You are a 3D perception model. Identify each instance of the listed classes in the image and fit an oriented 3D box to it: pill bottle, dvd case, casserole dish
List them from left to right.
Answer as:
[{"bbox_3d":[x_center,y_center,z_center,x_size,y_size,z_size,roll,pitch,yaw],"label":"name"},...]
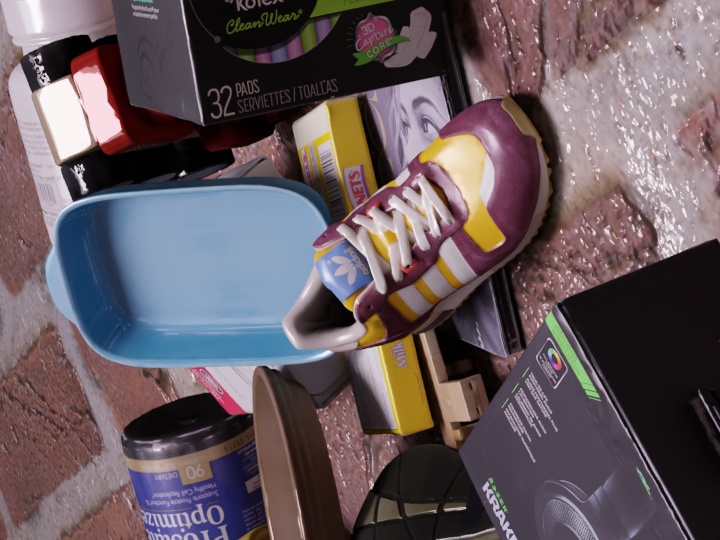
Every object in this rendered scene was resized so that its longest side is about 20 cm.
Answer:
[{"bbox_3d":[-0.202,-0.122,1.674,0.114,0.114,0.201,24,131,62],"label":"pill bottle"},{"bbox_3d":[-0.090,-0.003,1.325,0.039,0.199,0.121,-61,-36,-55],"label":"casserole dish"},{"bbox_3d":[-0.110,0.205,1.745,0.112,0.112,0.201,15,122,65],"label":"pill bottle"},{"bbox_3d":[0.033,-0.057,1.282,0.149,0.016,0.201,22,129,64],"label":"dvd case"}]

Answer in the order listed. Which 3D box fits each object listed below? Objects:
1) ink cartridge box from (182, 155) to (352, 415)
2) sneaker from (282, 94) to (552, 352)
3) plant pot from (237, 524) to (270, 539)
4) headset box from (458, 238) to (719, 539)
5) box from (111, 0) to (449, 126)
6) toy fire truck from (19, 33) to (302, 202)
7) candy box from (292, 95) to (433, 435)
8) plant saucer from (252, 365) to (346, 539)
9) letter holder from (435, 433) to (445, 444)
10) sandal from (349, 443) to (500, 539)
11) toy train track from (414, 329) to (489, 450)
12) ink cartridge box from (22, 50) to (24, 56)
[{"bbox_3d":[-0.075,0.015,1.467,0.145,0.083,0.200,50,161,-10],"label":"ink cartridge box"},{"bbox_3d":[0.027,-0.015,1.186,0.075,0.090,0.200,57,142,20],"label":"sneaker"},{"bbox_3d":[-0.057,0.268,1.601,0.200,0.200,0.142,45,121,49],"label":"plant pot"},{"bbox_3d":[0.145,0.107,1.040,0.174,0.093,0.200,63,158,18],"label":"headset box"},{"bbox_3d":[-0.054,-0.192,1.172,0.124,0.148,0.201,20,121,64],"label":"box"},{"bbox_3d":[-0.088,-0.140,1.368,0.200,0.176,0.129,-22,87,28],"label":"toy fire truck"},{"bbox_3d":[0.000,0.000,1.336,0.102,0.026,0.201,165,92,-79],"label":"candy box"},{"bbox_3d":[-0.034,0.154,1.347,0.200,0.029,0.201,170,90,-82],"label":"plant saucer"},{"bbox_3d":[0.063,0.189,1.314,0.200,0.100,0.143,21,126,64],"label":"letter holder"},{"bbox_3d":[0.070,0.138,1.225,0.201,0.080,0.057,-10,134,44],"label":"sandal"},{"bbox_3d":[0.050,0.076,1.338,0.200,0.032,0.115,162,92,-76],"label":"toy train track"},{"bbox_3d":[-0.233,-0.164,1.825,0.160,0.047,0.201,-156,55,-63],"label":"ink cartridge box"}]
